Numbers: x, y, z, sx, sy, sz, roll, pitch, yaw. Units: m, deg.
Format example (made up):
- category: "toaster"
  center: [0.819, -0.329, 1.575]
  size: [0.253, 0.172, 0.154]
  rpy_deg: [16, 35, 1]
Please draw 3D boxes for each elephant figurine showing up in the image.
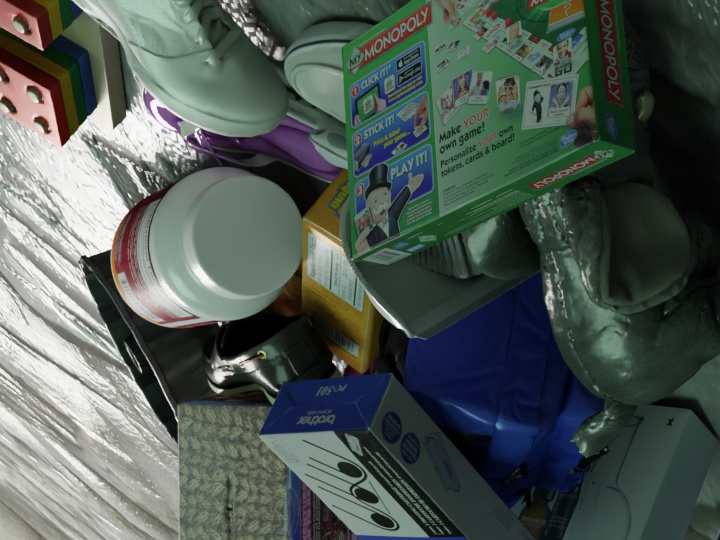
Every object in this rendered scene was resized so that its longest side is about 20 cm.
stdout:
- category: "elephant figurine"
  center: [0.125, -0.031, 0.777]
  size: [0.141, 0.156, 0.200]
  rpy_deg: [-27, 126, 30]

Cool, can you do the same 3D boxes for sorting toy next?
- category: "sorting toy"
  center: [-0.284, -0.201, 1.087]
  size: [0.198, 0.070, 0.201]
  rpy_deg: [30, 150, 15]

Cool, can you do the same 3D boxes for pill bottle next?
- category: "pill bottle"
  center: [-0.114, -0.016, 1.083]
  size: [0.113, 0.113, 0.200]
  rpy_deg: [46, 161, -14]

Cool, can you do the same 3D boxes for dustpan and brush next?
- category: "dustpan and brush"
  center: [0.027, -0.043, 0.902]
  size: [0.200, 0.139, 0.058]
  rpy_deg: [30, 143, 52]

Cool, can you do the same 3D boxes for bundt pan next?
- category: "bundt pan"
  center: [-0.171, 0.060, 1.276]
  size: [0.202, 0.075, 0.202]
  rpy_deg: [55, 163, 25]

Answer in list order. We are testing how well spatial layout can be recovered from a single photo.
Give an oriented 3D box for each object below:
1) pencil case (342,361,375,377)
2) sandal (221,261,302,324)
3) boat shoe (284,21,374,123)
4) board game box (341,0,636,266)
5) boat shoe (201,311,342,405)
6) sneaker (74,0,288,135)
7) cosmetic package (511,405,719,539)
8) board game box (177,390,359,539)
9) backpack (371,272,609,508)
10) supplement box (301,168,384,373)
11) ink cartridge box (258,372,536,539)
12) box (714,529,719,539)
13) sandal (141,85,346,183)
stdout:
- category: "pencil case"
  center: [0.061, 0.144, 1.173]
  size: [0.201, 0.090, 0.094]
  rpy_deg: [57, -179, -33]
- category: "sandal"
  center: [-0.082, 0.038, 1.209]
  size: [0.079, 0.059, 0.207]
  rpy_deg: [38, 152, 1]
- category: "boat shoe"
  center: [0.026, -0.096, 0.889]
  size: [0.199, 0.066, 0.072]
  rpy_deg: [23, 148, 25]
- category: "board game box"
  center: [0.060, -0.095, 0.768]
  size: [0.029, 0.136, 0.199]
  rpy_deg: [11, 158, -35]
- category: "boat shoe"
  center: [-0.078, 0.060, 1.109]
  size: [0.063, 0.073, 0.201]
  rpy_deg: [62, 160, -13]
- category: "sneaker"
  center: [-0.120, -0.173, 0.934]
  size: [0.200, 0.075, 0.088]
  rpy_deg: [42, 139, -4]
- category: "cosmetic package"
  center: [0.143, 0.167, 1.041]
  size: [0.199, 0.152, 0.052]
  rpy_deg: [1, 144, 47]
- category: "board game box"
  center: [-0.061, 0.180, 1.175]
  size: [0.096, 0.161, 0.200]
  rpy_deg: [0, 180, 21]
- category: "backpack"
  center: [0.085, 0.087, 0.986]
  size: [0.166, 0.163, 0.200]
  rpy_deg: [19, 148, 1]
- category: "supplement box"
  center: [0.000, 0.000, 1.035]
  size: [0.069, 0.067, 0.200]
  rpy_deg: [35, 157, 11]
- category: "ink cartridge box"
  center: [0.032, 0.145, 0.909]
  size: [0.093, 0.044, 0.200]
  rpy_deg: [-8, 134, 41]
- category: "box"
  center: [0.285, 0.210, 0.947]
  size: [0.106, 0.149, 0.201]
  rpy_deg: [26, 149, 20]
- category: "sandal"
  center: [-0.088, -0.101, 1.027]
  size: [0.201, 0.050, 0.083]
  rpy_deg: [16, 144, 31]
